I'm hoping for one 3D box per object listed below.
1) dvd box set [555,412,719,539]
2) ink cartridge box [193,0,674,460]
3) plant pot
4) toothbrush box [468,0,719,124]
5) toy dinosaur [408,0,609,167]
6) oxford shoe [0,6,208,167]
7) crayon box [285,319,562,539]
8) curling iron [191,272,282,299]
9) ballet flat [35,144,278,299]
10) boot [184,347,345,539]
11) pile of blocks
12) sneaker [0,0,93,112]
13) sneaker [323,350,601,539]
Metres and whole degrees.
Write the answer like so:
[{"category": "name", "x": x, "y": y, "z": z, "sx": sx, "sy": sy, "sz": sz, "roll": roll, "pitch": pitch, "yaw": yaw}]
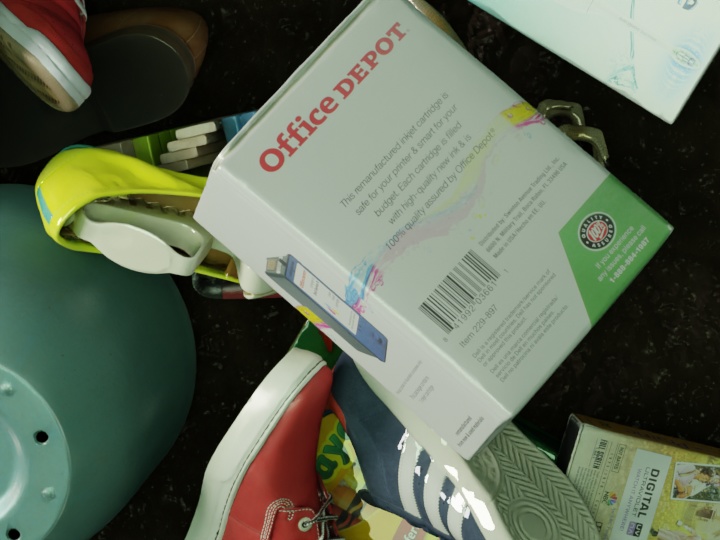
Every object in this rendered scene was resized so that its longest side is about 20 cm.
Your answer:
[{"category": "dvd box set", "x": 0.190, "y": 0.169, "z": 1.640, "sx": 0.200, "sy": 0.029, "sz": 0.147, "roll": 13, "pitch": 101, "yaw": -11}, {"category": "ink cartridge box", "x": 0.035, "y": -0.026, "z": 1.551, "sx": 0.200, "sy": 0.088, "sz": 0.145, "roll": 41, "pitch": 68, "yaw": 3}, {"category": "plant pot", "x": -0.201, "y": 0.072, "z": 1.616, "sx": 0.200, "sy": 0.161, "sz": 0.201, "roll": 2, "pitch": 110, "yaw": 7}, {"category": "toothbrush box", "x": 0.122, "y": -0.192, "z": 1.614, "sx": 0.200, "sy": 0.085, "sz": 0.147, "roll": 33, "pitch": 98, "yaw": 1}, {"category": "toy dinosaur", "x": 0.079, "y": -0.063, "z": 1.630, "sx": 0.101, "sy": 0.058, "sz": 0.200, "roll": -10, "pitch": 94, "yaw": -10}, {"category": "oxford shoe", "x": -0.173, "y": -0.106, "z": 1.669, "sx": 0.200, "sy": 0.071, "sz": 0.071, "roll": -7, "pitch": 117, "yaw": 22}, {"category": "crayon box", "x": 0.028, "y": 0.121, "z": 1.673, "sx": 0.200, "sy": 0.051, "sz": 0.127, "roll": 31, "pitch": 99, "yaw": 3}, {"category": "curling iron", "x": 0.000, "y": 0.000, "z": 1.668, "sx": 0.200, "sy": 0.050, "sz": 0.026, "roll": 3, "pitch": 54, "yaw": 0}, {"category": "ballet flat", "x": -0.076, "y": -0.017, "z": 1.600, "sx": 0.200, "sy": 0.067, "sz": 0.067, "roll": 12, "pitch": 122, "yaw": -13}, {"category": "boot", "x": -0.017, "y": 0.146, "z": 1.602, "sx": 0.144, "sy": 0.072, "sz": 0.200, "roll": 31, "pitch": 126, "yaw": 15}, {"category": "pile of blocks", "x": -0.063, "y": -0.056, "z": 1.648, "sx": 0.200, "sy": 0.082, "sz": 0.062, "roll": -13, "pitch": 94, "yaw": 7}, {"category": "sneaker", "x": -0.161, "y": -0.164, "z": 1.604, "sx": 0.112, "sy": 0.200, "sz": 0.071, "roll": -37, "pitch": 130, "yaw": -5}, {"category": "sneaker", "x": 0.051, "y": 0.121, "z": 1.600, "sx": 0.200, "sy": 0.075, "sz": 0.085, "roll": 54, "pitch": 129, "yaw": 17}]
